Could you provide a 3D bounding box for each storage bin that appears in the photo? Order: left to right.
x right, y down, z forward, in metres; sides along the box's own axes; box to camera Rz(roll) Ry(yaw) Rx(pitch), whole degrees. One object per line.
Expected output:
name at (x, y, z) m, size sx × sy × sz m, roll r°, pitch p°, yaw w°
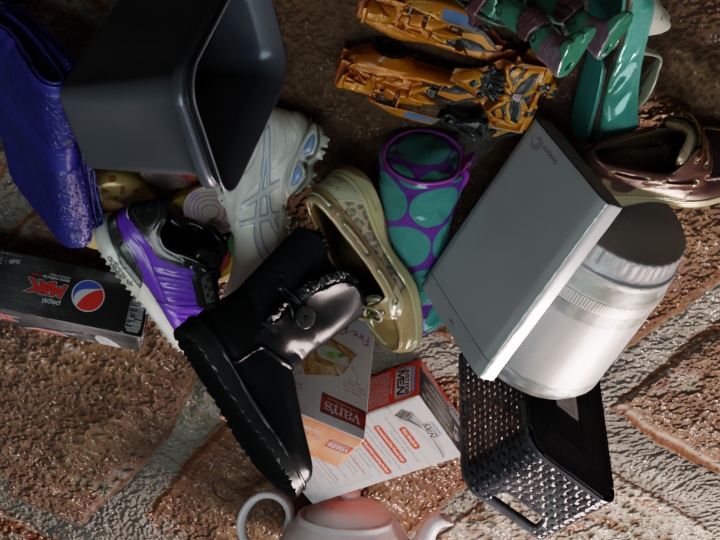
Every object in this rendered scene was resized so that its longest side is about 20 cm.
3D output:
storage bin at (-0.158, -0.158, 1.084) m, size 0.133 × 0.201 × 0.146 m, roll 1°, pitch 133°, yaw 17°
storage bin at (0.182, 0.159, 1.326) m, size 0.135 × 0.201 × 0.094 m, roll 37°, pitch 125°, yaw -26°

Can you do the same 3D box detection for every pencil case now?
pencil case at (0.059, -0.036, 1.240) m, size 0.092 × 0.085 × 0.201 m, roll 11°, pitch 133°, yaw 13°

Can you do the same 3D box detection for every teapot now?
teapot at (-0.022, 0.335, 1.532) m, size 0.199 × 0.197 × 0.147 m, roll -2°, pitch 97°, yaw -31°

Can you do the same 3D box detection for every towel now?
towel at (-0.286, -0.133, 1.148) m, size 0.049 × 0.148 × 0.201 m, roll -25°, pitch 143°, yaw -26°

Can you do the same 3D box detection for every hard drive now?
hard drive at (0.139, -0.019, 1.138) m, size 0.027 × 0.132 × 0.200 m, roll 14°, pitch 121°, yaw -36°

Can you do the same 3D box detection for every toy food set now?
toy food set at (-0.182, -0.056, 1.259) m, size 0.197 × 0.049 × 0.200 m, roll -29°, pitch 123°, yaw 25°

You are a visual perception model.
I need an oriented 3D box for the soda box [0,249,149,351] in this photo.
soda box at (-0.318, 0.029, 1.316) m, size 0.199 × 0.064 × 0.071 m, roll 13°, pitch 162°, yaw -7°

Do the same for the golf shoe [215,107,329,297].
golf shoe at (-0.106, -0.060, 1.192) m, size 0.097 × 0.078 × 0.201 m, roll 19°, pitch 92°, yaw -15°

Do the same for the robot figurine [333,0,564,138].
robot figurine at (0.084, -0.182, 1.126) m, size 0.199 × 0.058 × 0.145 m, roll 14°, pitch 129°, yaw -8°

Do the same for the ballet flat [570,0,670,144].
ballet flat at (0.233, -0.200, 1.108) m, size 0.070 × 0.068 × 0.201 m, roll -11°, pitch 134°, yaw -15°

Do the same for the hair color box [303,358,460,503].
hair color box at (0.005, 0.187, 1.452) m, size 0.199 × 0.064 × 0.111 m, roll -20°, pitch 126°, yaw 21°

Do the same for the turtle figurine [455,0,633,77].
turtle figurine at (0.119, -0.243, 1.036) m, size 0.200 × 0.150 × 0.101 m, roll 44°, pitch 152°, yaw 17°

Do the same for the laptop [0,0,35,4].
laptop at (-0.260, -0.335, 1.046) m, size 0.200 × 0.116 × 0.188 m, roll -35°, pitch 127°, yaw -5°

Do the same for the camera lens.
camera lens at (0.201, 0.013, 1.224) m, size 0.159 × 0.160 × 0.200 m, roll 19°, pitch 130°, yaw -13°

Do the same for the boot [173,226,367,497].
boot at (-0.054, 0.081, 1.145) m, size 0.076 × 0.168 × 0.201 m, roll 1°, pitch 125°, yaw 61°

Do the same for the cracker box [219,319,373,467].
cracker box at (-0.058, 0.082, 1.270) m, size 0.133 × 0.201 × 0.058 m, roll 25°, pitch 133°, yaw -18°

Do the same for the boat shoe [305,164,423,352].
boat shoe at (0.000, 0.000, 1.208) m, size 0.073 × 0.063 × 0.201 m, roll 0°, pitch 121°, yaw 46°

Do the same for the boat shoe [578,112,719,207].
boat shoe at (0.287, -0.103, 1.144) m, size 0.199 × 0.073 × 0.072 m, roll -5°, pitch 155°, yaw -15°

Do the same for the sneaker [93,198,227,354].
sneaker at (-0.165, 0.007, 1.236) m, size 0.099 × 0.070 × 0.200 m, roll -24°, pitch 126°, yaw 19°
